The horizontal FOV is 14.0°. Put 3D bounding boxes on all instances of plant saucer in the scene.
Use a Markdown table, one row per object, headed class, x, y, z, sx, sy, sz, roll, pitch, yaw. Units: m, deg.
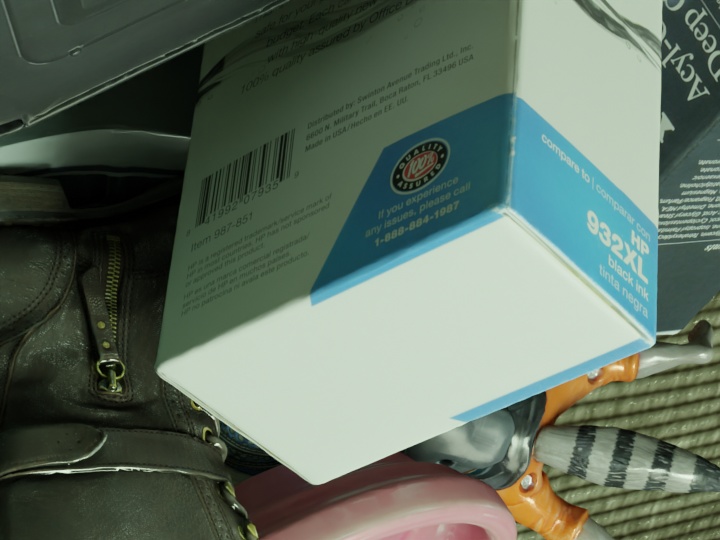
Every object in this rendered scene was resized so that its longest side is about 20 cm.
| class | x | y | z | sx | sy | sz | roll | pitch | yaw |
| --- | --- | --- | --- | --- | --- | --- | --- | --- | --- |
| plant saucer | -0.036 | 0.131 | 1.142 | 0.200 | 0.051 | 0.201 | -27 | 157 | -12 |

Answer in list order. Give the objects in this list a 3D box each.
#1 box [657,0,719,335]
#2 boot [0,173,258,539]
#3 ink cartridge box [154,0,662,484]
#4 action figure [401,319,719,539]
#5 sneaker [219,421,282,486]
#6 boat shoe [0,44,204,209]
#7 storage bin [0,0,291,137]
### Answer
| class | x | y | z | sx | sy | sz | roll | pitch | yaw |
| --- | --- | --- | --- | --- | --- | --- | --- | --- | --- |
| box | 0.109 | -0.091 | 1.106 | 0.107 | 0.149 | 0.200 | -5 | 145 | -43 |
| boot | -0.063 | 0.051 | 0.991 | 0.199 | 0.175 | 0.069 | -2 | 141 | -30 |
| ink cartridge box | 0.020 | -0.051 | 0.972 | 0.145 | 0.201 | 0.084 | -25 | 132 | 33 |
| action figure | 0.061 | 0.036 | 1.235 | 0.192 | 0.105 | 0.201 | 13 | 103 | -18 |
| sneaker | 0.000 | 0.000 | 1.148 | 0.201 | 0.077 | 0.085 | -63 | 180 | -27 |
| boat shoe | -0.104 | -0.042 | 1.062 | 0.199 | 0.071 | 0.091 | -6 | 147 | -30 |
| storage bin | -0.064 | -0.140 | 0.885 | 0.199 | 0.094 | 0.135 | -26 | 155 | -9 |
